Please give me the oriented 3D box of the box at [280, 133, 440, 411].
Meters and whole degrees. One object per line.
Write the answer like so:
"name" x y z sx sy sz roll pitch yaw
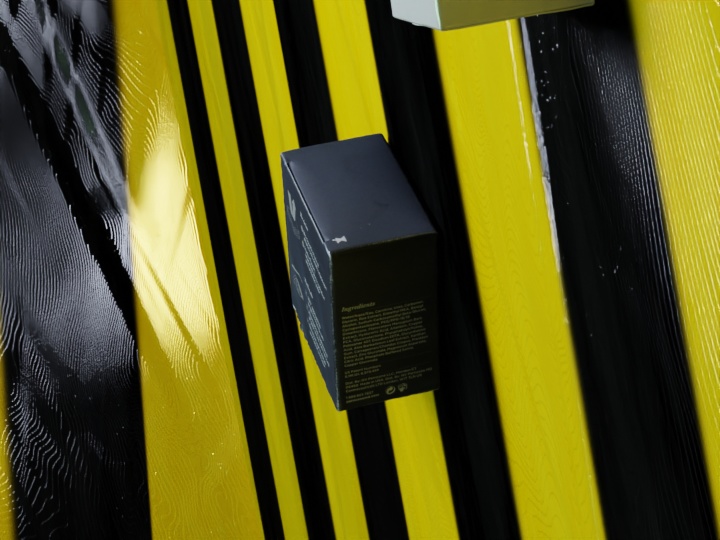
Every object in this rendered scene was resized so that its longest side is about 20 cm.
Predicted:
"box" 0.000 0.000 1.983 0.197 0.117 0.201 -116 18 -52

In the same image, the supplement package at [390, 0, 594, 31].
"supplement package" 0.080 -0.279 1.356 0.121 0.119 0.201 -142 43 -70
